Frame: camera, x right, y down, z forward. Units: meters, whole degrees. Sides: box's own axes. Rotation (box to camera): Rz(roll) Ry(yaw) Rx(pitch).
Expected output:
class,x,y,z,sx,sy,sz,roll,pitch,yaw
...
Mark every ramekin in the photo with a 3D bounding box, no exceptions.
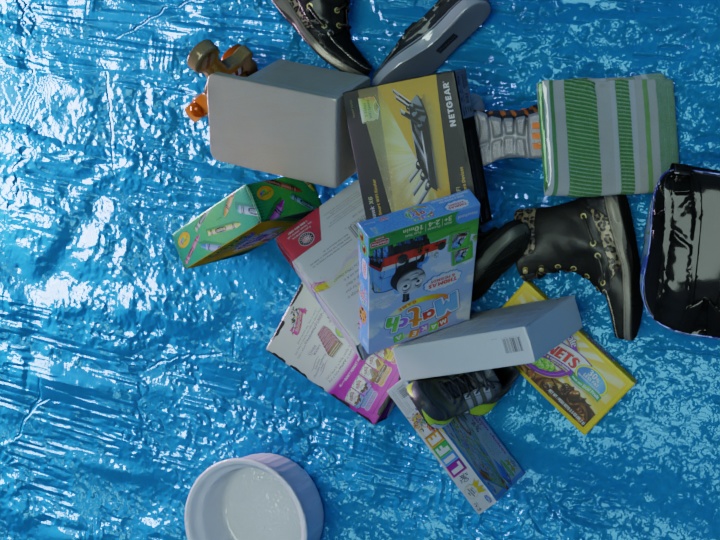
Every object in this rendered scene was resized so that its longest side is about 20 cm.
class,x,y,z,sx,sy,sz,roll,pitch,yaw
ramekin,-0.152,0.369,1.645,0.200,0.098,0.201,2,94,21

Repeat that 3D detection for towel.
class,x,y,z,sx,sy,sz,roll,pitch,yaw
towel,0.313,-0.170,1.389,0.023,0.200,0.153,-178,83,-66

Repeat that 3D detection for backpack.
class,x,y,z,sx,sy,sz,roll,pitch,yaw
backpack,0.439,-0.020,1.351,0.183,0.147,0.200,12,97,19

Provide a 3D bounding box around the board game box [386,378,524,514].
class,x,y,z,sx,sy,sz,roll,pitch,yaw
board game box,0.132,0.221,1.499,0.034,0.134,0.200,-42,78,23

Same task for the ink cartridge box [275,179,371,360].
class,x,y,z,sx,sy,sz,roll,pitch,yaw
ink cartridge box,0.000,0.000,1.523,0.148,0.086,0.200,-34,72,-7

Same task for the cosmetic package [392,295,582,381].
class,x,y,z,sx,sy,sz,roll,pitch,yaw
cosmetic package,0.165,0.088,1.430,0.200,0.151,0.052,-12,99,37

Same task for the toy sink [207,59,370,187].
class,x,y,z,sx,sy,sz,roll,pitch,yaw
toy sink,-0.096,-0.211,1.528,0.200,0.112,0.131,14,121,22

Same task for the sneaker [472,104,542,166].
class,x,y,z,sx,sy,sz,roll,pitch,yaw
sneaker,0.186,-0.180,1.460,0.200,0.112,0.078,5,105,18

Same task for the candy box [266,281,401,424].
class,x,y,z,sx,sy,sz,roll,pitch,yaw
candy box,-0.018,0.108,1.591,0.200,0.061,0.136,33,105,16

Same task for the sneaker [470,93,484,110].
class,x,y,z,sx,sy,sz,roll,pitch,yaw
sneaker,0.102,-0.158,1.526,0.200,0.078,0.099,-42,112,6

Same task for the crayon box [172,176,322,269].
class,x,y,z,sx,sy,sz,roll,pitch,yaw
crayon box,-0.163,-0.070,1.569,0.200,0.119,0.058,-27,83,46

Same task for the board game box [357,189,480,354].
class,x,y,z,sx,sy,sz,roll,pitch,yaw
board game box,0.071,0.004,1.383,0.200,0.151,0.037,90,155,-44

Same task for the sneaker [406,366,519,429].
class,x,y,z,sx,sy,sz,roll,pitch,yaw
sneaker,0.135,0.151,1.454,0.081,0.200,0.074,-45,69,31

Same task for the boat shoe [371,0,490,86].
class,x,y,z,sx,sy,sz,roll,pitch,yaw
boat shoe,0.091,-0.318,1.520,0.200,0.069,0.057,-38,61,18

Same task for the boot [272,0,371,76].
class,x,y,z,sx,sy,sz,roll,pitch,yaw
boot,-0.023,-0.380,1.546,0.151,0.073,0.200,-45,74,17

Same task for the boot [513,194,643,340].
class,x,y,z,sx,sy,sz,roll,pitch,yaw
boot,0.287,-0.003,1.455,0.150,0.073,0.200,-7,97,26

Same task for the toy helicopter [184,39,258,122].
class,x,y,z,sx,sy,sz,roll,pitch,yaw
toy helicopter,-0.207,-0.271,1.564,0.132,0.200,0.079,-46,77,1

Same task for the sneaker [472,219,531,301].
class,x,y,z,sx,sy,sz,roll,pitch,yaw
sneaker,0.148,-0.036,1.470,0.114,0.076,0.199,62,153,13

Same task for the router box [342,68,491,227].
class,x,y,z,sx,sy,sz,roll,pitch,yaw
router box,0.073,-0.147,1.424,0.157,0.052,0.200,-7,99,26

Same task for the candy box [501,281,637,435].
class,x,y,z,sx,sy,sz,roll,pitch,yaw
candy box,0.265,0.117,1.496,0.200,0.026,0.102,44,107,14
